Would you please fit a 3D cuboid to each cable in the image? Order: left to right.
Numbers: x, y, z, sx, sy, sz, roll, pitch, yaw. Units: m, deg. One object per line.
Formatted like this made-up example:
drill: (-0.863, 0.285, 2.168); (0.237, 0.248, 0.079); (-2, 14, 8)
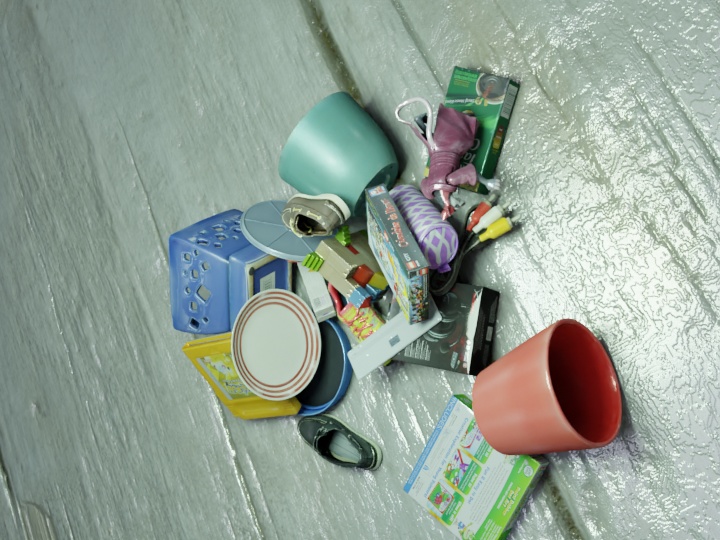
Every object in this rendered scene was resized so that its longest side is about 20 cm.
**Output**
cable: (0.176, -0.051, 1.574); (0.199, 0.051, 0.097); (-41, 52, -6)

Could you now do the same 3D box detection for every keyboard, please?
keyboard: (0.057, 0.116, 1.609); (0.199, 0.011, 0.057); (-39, 67, 24)

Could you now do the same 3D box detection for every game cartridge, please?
game cartridge: (-0.229, 0.206, 1.774); (0.174, 0.033, 0.202); (-13, 120, 39)

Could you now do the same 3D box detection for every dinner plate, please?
dinner plate: (-0.157, 0.137, 1.705); (0.024, 0.197, 0.205); (-10, 81, 51)

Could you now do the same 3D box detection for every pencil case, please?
pencil case: (0.102, -0.077, 1.599); (0.201, 0.082, 0.087); (-121, 23, -59)

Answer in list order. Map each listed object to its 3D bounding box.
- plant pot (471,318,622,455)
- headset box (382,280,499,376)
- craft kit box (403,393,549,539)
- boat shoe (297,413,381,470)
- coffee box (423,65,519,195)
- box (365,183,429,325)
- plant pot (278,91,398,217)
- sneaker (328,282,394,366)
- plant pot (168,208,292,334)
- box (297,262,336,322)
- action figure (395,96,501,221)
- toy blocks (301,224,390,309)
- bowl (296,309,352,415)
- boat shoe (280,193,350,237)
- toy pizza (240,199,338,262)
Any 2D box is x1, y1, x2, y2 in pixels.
plant pot: (0.282, 0.198, 1.446); (0.176, 0.198, 0.205); (-27, 71, 40)
headset box: (0.131, 0.094, 1.613); (0.197, 0.077, 0.152); (9, 86, 34)
craft kit box: (0.194, 0.351, 1.577); (0.197, 0.048, 0.203); (37, 108, 34)
boat shoe: (-0.055, 0.324, 1.738); (0.197, 0.066, 0.076); (25, 101, 34)
coffee box: (0.193, -0.245, 1.618); (0.121, 0.044, 0.204); (22, 99, 34)
box: (0.062, -0.028, 1.562); (0.037, 0.138, 0.202); (-17, 51, -11)
plant pot: (-0.026, -0.195, 1.687); (0.160, 0.200, 0.202); (40, 109, 16)
sneaker: (-0.002, 0.091, 1.704); (0.078, 0.090, 0.202); (-43, 67, 22)
plant pot: (-0.242, 0.014, 1.796); (0.177, 0.199, 0.204); (15, 116, 29)
box: (-0.094, 0.006, 1.770); (0.041, 0.039, 0.202); (-20, 55, -3)
action figure: (0.143, -0.182, 1.533); (0.132, 0.148, 0.204); (-20, 55, 37)
toy blocks: (0.000, 0.000, 1.665); (0.136, 0.199, 0.101); (41, 113, 14)
bowl: (-0.099, 0.179, 1.797); (0.197, 0.039, 0.206); (-3, 85, 35)
boat shoe: (-0.094, -0.093, 1.658); (0.060, 0.072, 0.198); (-48, 25, -24)
toy pizza: (-0.133, -0.069, 1.752); (0.199, 0.198, 0.032); (38, 129, 30)
